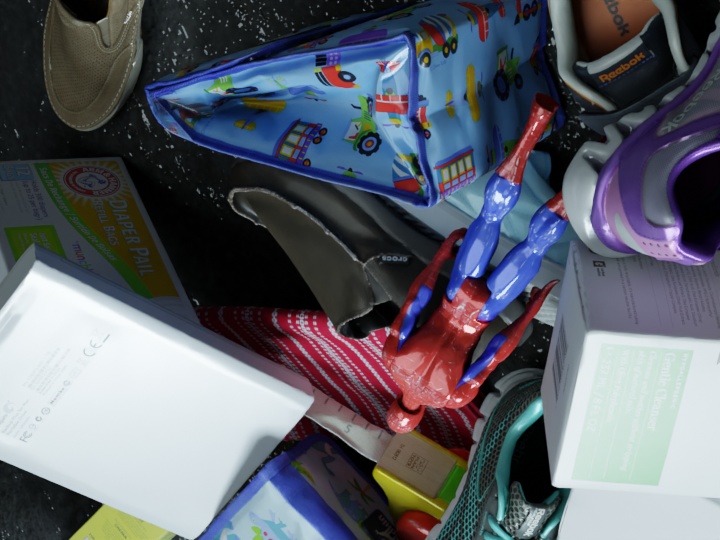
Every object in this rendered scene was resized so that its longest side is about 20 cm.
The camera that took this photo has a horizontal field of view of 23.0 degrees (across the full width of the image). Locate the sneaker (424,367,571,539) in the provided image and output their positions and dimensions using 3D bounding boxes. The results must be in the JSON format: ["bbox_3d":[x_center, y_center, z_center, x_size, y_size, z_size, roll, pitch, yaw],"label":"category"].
[{"bbox_3d":[0.082,0.149,1.023,0.077,0.202,0.091,16,170,-5],"label":"sneaker"}]

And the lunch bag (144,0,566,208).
[{"bbox_3d":[-0.010,-0.103,0.992,0.199,0.150,0.095,4,112,34],"label":"lunch bag"}]

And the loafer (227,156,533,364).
[{"bbox_3d":[0.000,0.000,1.002,0.199,0.072,0.073,32,164,14],"label":"loafer"}]

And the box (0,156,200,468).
[{"bbox_3d":[-0.188,0.021,1.153,0.200,0.112,0.102,-122,36,-47],"label":"box"}]

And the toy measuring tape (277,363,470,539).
[{"bbox_3d":[0.021,0.130,1.117,0.199,0.074,0.074,30,128,11],"label":"toy measuring tape"}]

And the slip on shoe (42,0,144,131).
[{"bbox_3d":[-0.172,-0.169,1.134,0.076,0.061,0.201,39,130,12],"label":"slip on shoe"}]

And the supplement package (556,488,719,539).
[{"bbox_3d":[0.223,0.152,0.983,0.199,0.120,0.122,26,127,21],"label":"supplement package"}]

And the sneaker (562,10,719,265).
[{"bbox_3d":[0.192,-0.075,0.851,0.080,0.200,0.088,44,179,-26],"label":"sneaker"}]

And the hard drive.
[{"bbox_3d":[-0.144,0.077,1.052,0.199,0.026,0.132,28,114,-30],"label":"hard drive"}]

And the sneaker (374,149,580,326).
[{"bbox_3d":[0.070,-0.041,1.026,0.199,0.082,0.074,31,164,11],"label":"sneaker"}]

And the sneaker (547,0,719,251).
[{"bbox_3d":[0.155,-0.088,0.924,0.078,0.079,0.201,-32,94,22],"label":"sneaker"}]

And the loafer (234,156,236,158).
[{"bbox_3d":[-0.026,-0.051,1.085,0.200,0.071,0.073,44,131,8],"label":"loafer"}]

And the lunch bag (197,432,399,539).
[{"bbox_3d":[-0.017,0.203,1.147,0.170,0.127,0.200,46,162,6],"label":"lunch bag"}]

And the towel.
[{"bbox_3d":[-0.010,0.072,1.129,0.199,0.023,0.145,1,143,35],"label":"towel"}]

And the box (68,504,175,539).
[{"bbox_3d":[-0.170,0.192,1.316,0.050,0.075,0.200,50,133,6],"label":"box"}]

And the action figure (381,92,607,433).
[{"bbox_3d":[0.066,0.006,0.938,0.065,0.052,0.201,33,109,6],"label":"action figure"}]

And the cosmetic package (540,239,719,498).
[{"bbox_3d":[0.200,0.054,0.911,0.198,0.085,0.108,4,125,-2],"label":"cosmetic package"}]
